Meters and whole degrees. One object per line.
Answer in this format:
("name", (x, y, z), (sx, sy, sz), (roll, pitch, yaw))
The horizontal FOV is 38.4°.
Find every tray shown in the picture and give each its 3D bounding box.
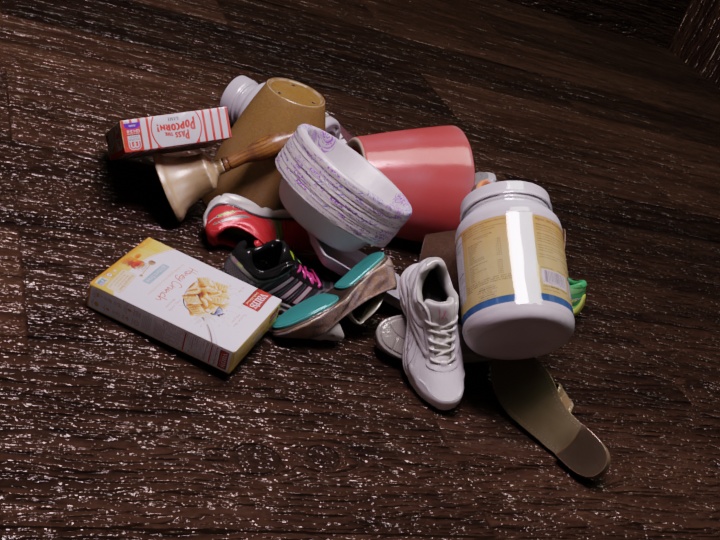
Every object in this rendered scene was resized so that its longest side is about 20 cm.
("tray", (0.000, 0.000, 1.476), (0.199, 0.022, 0.108), (31, 18, -35))

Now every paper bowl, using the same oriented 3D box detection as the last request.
("paper bowl", (-0.034, -0.105, 1.445), (0.200, 0.105, 0.201), (37, 16, -12))

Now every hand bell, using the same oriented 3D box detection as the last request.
("hand bell", (-0.185, -0.154, 1.477), (0.199, 0.105, 0.104), (-22, 38, -4))

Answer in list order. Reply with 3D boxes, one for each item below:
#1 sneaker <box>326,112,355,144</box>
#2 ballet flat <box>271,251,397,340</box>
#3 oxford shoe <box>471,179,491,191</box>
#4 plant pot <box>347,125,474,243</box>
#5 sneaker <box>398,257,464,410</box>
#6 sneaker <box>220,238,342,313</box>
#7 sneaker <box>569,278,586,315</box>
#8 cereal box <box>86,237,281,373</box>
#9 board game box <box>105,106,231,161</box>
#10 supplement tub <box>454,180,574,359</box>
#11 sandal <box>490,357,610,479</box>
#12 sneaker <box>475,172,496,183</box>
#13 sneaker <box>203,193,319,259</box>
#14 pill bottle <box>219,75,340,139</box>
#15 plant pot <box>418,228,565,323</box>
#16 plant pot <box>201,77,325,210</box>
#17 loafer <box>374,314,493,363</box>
("sneaker", (-0.022, -0.217, 1.867), (0.115, 0.076, 0.200), (0, 45, -46))
("ballet flat", (-0.026, 0.051, 1.361), (0.199, 0.068, 0.068), (-33, 22, -23))
("oxford shoe", (0.192, -0.055, 1.620), (0.072, 0.201, 0.071), (7, 42, 32))
("plant pot", (0.067, -0.139, 1.675), (0.176, 0.202, 0.201), (2, 33, -20))
("sneaker", (0.094, 0.076, 1.322), (0.077, 0.099, 0.202), (-8, 75, -13))
("sneaker", (-0.095, 0.006, 1.385), (0.198, 0.088, 0.074), (9, 30, -26))
("sneaker", (0.287, -0.004, 1.697), (0.199, 0.084, 0.074), (33, 29, 20))
("cereal box", (-0.213, 0.039, 1.273), (0.199, 0.040, 0.144), (23, 30, 8))
("board game box", (-0.283, -0.197, 1.498), (0.150, 0.047, 0.200), (-11, 6, -18))
("supplement tub", (0.198, 0.000, 1.349), (0.144, 0.145, 0.202), (11, 60, -22))
("sandal", (0.251, 0.193, 1.366), (0.212, 0.078, 0.070), (50, 6, 30))
("sneaker", (0.196, -0.134, 1.875), (0.091, 0.076, 0.200), (16, 27, -4))
("sneaker", (-0.131, -0.040, 1.482), (0.198, 0.077, 0.085), (14, 49, -16))
("pill bottle", (-0.143, -0.255, 1.786), (0.199, 0.112, 0.111), (32, 29, 18))
("plant pot", (0.183, 0.011, 1.515), (0.198, 0.188, 0.187), (12, 27, 5))
("plant pot", (-0.128, -0.181, 1.572), (0.185, 0.201, 0.187), (18, 29, -10))
("loafer", (0.110, 0.102, 1.409), (0.198, 0.063, 0.073), (3, 72, -16))
